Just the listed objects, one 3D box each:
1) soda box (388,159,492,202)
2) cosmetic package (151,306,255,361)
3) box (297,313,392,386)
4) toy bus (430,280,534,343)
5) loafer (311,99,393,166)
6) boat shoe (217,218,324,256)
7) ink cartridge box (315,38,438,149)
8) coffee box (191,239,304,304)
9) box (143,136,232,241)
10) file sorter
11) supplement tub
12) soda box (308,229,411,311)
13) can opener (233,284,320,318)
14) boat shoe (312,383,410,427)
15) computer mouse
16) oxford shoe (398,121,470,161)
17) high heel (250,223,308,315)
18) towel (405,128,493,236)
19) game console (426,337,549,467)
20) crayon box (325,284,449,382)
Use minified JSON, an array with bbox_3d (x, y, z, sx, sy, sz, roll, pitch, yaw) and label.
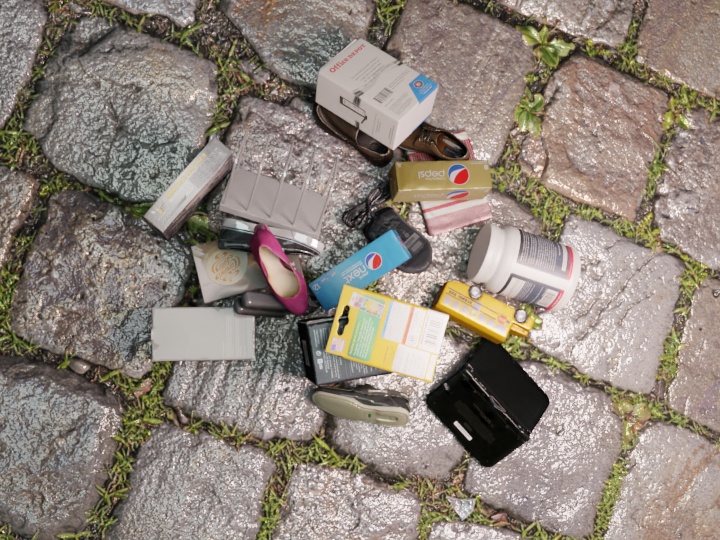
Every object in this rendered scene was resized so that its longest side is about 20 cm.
[{"bbox_3d":[0.161,-0.182,1.644,0.199,0.068,0.064,-3,74,-11],"label":"soda box"},{"bbox_3d":[-0.303,0.123,1.569,0.198,0.090,0.108,2,84,-6],"label":"cosmetic package"},{"bbox_3d":[-0.010,0.141,1.556,0.195,0.200,0.125,-10,89,-9],"label":"box"},{"bbox_3d":[0.252,0.088,1.664,0.199,0.065,0.079,27,75,-3],"label":"toy bus"},{"bbox_3d":[-0.009,-0.293,1.654,0.199,0.071,0.073,34,81,-5],"label":"loafer"},{"bbox_3d":[-0.171,-0.045,1.527,0.199,0.072,0.068,12,79,-5],"label":"boat shoe"},{"bbox_3d":[0.031,-0.354,1.609,0.199,0.085,0.146,34,57,16],"label":"ink cartridge box"},{"bbox_3d":[-0.222,-0.012,1.593,0.199,0.080,0.115,-13,87,-10],"label":"coffee box"},{"bbox_3d":[-0.326,-0.152,1.548,0.048,0.158,0.200,40,81,-4],"label":"box"},{"bbox_3d":[-0.153,-0.174,1.565,0.199,0.139,0.125,16,127,-7],"label":"file sorter"},{"bbox_3d":[0.333,-0.008,1.653,0.199,0.140,0.141,18,83,-8],"label":"supplement tub"},{"bbox_3d":[0.000,0.000,1.605,0.199,0.064,0.068,-33,88,10],"label":"soda box"},{"bbox_3d":[-0.161,0.055,1.572,0.199,0.053,0.067,9,53,-45],"label":"can opener"},{"bbox_3d":[0.002,0.262,1.627,0.199,0.072,0.068,10,48,-2],"label":"boat shoe"},{"bbox_3d":[0.069,-0.074,1.665,0.138,0.053,0.200,-39,82,-11],"label":"computer mouse"},{"bbox_3d":[0.135,-0.276,1.655,0.199,0.084,0.073,21,82,0],"label":"oxford shoe"},{"bbox_3d":[-0.143,0.012,1.469,0.067,0.096,0.201,-18,115,1],"label":"high heel"},{"bbox_3d":[0.184,-0.185,1.704,0.143,0.023,0.201,-15,87,-8],"label":"towel"},{"bbox_3d":[0.266,0.272,1.683,0.176,0.116,0.200,-42,92,20],"label":"game console"},{"bbox_3d":[0.045,0.112,1.439,0.199,0.052,0.127,17,84,-9],"label":"crayon box"}]
